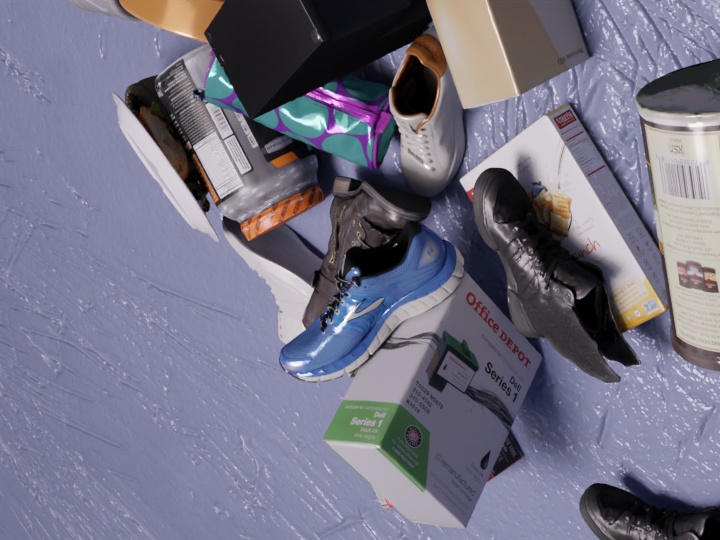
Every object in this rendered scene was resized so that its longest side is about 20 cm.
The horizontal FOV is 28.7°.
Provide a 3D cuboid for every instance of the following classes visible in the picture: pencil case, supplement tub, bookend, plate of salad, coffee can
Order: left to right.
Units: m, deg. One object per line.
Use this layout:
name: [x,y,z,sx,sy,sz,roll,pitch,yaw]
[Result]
plate of salad: [-0.207,-0.118,1.550,0.201,0.048,0.200,52,172,10]
supplement tub: [-0.125,-0.142,1.503,0.122,0.122,0.201,-25,94,53]
pencil case: [-0.059,-0.171,1.384,0.199,0.086,0.092,22,172,8]
bookend: [-0.008,-0.236,1.205,0.093,0.198,0.200,61,157,1]
coffee can: [0.292,-0.045,1.052,0.146,0.146,0.202,10,120,46]

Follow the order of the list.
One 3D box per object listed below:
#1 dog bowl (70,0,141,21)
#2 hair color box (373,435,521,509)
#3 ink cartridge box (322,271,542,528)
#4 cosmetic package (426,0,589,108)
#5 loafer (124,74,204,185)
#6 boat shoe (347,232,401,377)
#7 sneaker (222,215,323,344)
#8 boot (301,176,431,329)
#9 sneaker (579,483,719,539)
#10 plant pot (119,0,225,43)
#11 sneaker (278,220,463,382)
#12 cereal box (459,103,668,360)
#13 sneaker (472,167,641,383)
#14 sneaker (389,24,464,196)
dog bowl: [-0.220,-0.345,1.426,0.058,0.200,0.201,30,135,19]
hair color box: [0.073,0.186,1.535,0.200,0.064,0.112,-28,90,52]
ink cartridge box: [0.073,0.120,1.345,0.084,0.201,0.146,-3,141,48]
cosmetic package: [0.108,-0.249,1.174,0.071,0.105,0.201,-6,110,51]
loafer: [-0.179,-0.154,1.608,0.200,0.068,0.076,44,156,-5]
boat shoe: [0.021,0.035,1.488,0.066,0.074,0.200,49,142,18]
sneaker: [-0.092,0.021,1.613,0.200,0.073,0.116,39,135,25]
boot: [0.000,0.000,1.411,0.200,0.069,0.176,-158,83,-70]
sneaker: [0.301,0.245,1.297,0.199,0.060,0.105,39,140,19]
plant pot: [-0.123,-0.308,1.350,0.199,0.199,0.141,31,118,34]
sneaker: [-0.003,0.023,1.322,0.089,0.200,0.079,45,-170,-29]
cereal box: [0.187,-0.032,1.273,0.201,0.039,0.144,58,143,4]
sneaker: [0.172,0.002,1.235,0.104,0.060,0.201,6,123,49]
sneaker: [0.052,-0.143,1.324,0.073,0.084,0.201,36,141,28]
